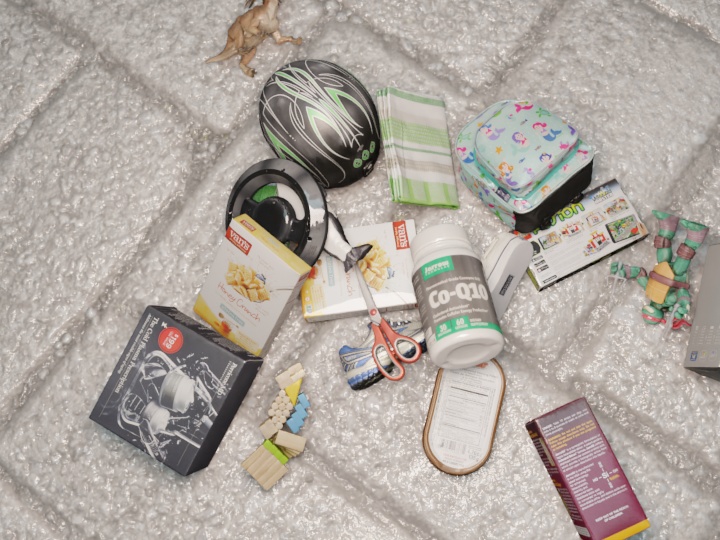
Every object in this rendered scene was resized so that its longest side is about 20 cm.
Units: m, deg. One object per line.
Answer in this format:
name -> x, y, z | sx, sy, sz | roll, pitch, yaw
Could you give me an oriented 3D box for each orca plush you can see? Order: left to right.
orca plush -> -0.050, -0.087, 1.306 | 0.200, 0.071, 0.105 | 35, 121, 28

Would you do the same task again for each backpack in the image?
backpack -> 0.252, -0.182, 1.308 | 0.177, 0.151, 0.200 | -39, 56, -7

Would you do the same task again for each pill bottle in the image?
pill bottle -> 0.139, 0.037, 1.227 | 0.113, 0.113, 0.200 | -13, 59, 1

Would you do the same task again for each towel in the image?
towel -> 0.101, -0.204, 1.347 | 0.149, 0.031, 0.200 | 1, 75, -37

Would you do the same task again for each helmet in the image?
helmet -> -0.068, -0.245, 1.324 | 0.200, 0.191, 0.200 | -13, 53, 18

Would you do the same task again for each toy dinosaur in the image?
toy dinosaur -> -0.195, -0.438, 1.454 | 0.200, 0.086, 0.136 | -34, 64, 12

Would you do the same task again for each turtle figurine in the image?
turtle figurine -> 0.467, 0.013, 1.270 | 0.150, 0.101, 0.200 | 27, 105, 44

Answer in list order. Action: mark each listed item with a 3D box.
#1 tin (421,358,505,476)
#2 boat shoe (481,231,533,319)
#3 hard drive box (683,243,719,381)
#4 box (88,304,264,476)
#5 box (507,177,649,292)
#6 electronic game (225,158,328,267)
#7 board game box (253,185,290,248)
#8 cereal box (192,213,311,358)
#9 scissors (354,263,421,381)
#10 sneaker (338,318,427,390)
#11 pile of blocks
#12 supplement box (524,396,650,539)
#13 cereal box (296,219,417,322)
tin -> 0.164, 0.221, 1.274 | 0.112, 0.042, 0.200 | 14, 77, 4
boat shoe -> 0.199, 0.028, 1.306 | 0.066, 0.072, 0.200 | 34, 99, 48
hard drive box -> 0.591, 0.075, 1.228 | 0.156, 0.077, 0.200 | 20, 77, -17
box -> -0.284, 0.183, 1.268 | 0.182, 0.104, 0.200 | 27, 90, 10
box -> 0.355, -0.058, 1.331 | 0.200, 0.035, 0.110 | -26, 75, -2
electronic game -> -0.136, -0.079, 1.297 | 0.200, 0.042, 0.200 | 1, 92, 31
board game box -> -0.166, -0.047, 1.359 | 0.105, 0.023, 0.200 | 6, 76, 30
cereal box -> -0.176, 0.030, 1.287 | 0.144, 0.040, 0.200 | 38, 124, 14
scissors -> 0.020, 0.080, 1.269 | 0.073, 0.014, 0.200 | -39, 69, 5
sneaker -> 0.052, 0.105, 1.294 | 0.200, 0.077, 0.085 | -31, 71, -4
pile of blocks -> -0.120, 0.242, 1.283 | 0.082, 0.062, 0.200 | 21, 86, -3
supplement box -> 0.331, 0.298, 1.202 | 0.086, 0.110, 0.200 | -24, 75, -2
cereal box -> 0.000, 0.000, 1.333 | 0.200, 0.040, 0.144 | -9, 72, 3
